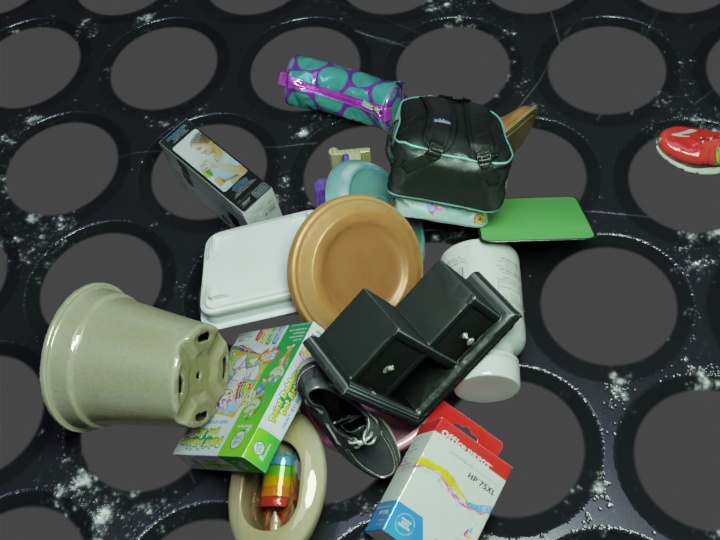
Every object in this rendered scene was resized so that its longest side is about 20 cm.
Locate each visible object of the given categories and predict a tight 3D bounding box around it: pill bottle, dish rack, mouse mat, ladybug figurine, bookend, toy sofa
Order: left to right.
[{"bbox_3d":[-0.134,-0.010,1.375,0.198,0.044,0.173,-13,49,11],"label":"dish rack"},{"bbox_3d":[-0.099,0.275,1.265,0.134,0.072,0.202,-2,66,24],"label":"ladybug figurine"},{"bbox_3d":[-0.025,-0.080,1.472,0.096,0.083,0.202,-4,59,3],"label":"toy sofa"},{"bbox_3d":[0.068,0.072,1.204,0.200,0.198,0.092,-47,55,7],"label":"bookend"},{"bbox_3d":[0.166,0.069,1.341,0.113,0.115,0.202,-3,59,5],"label":"pill bottle"},{"bbox_3d":[0.244,-0.074,1.408,0.159,0.008,0.200,-2,22,4],"label":"mouse mat"}]

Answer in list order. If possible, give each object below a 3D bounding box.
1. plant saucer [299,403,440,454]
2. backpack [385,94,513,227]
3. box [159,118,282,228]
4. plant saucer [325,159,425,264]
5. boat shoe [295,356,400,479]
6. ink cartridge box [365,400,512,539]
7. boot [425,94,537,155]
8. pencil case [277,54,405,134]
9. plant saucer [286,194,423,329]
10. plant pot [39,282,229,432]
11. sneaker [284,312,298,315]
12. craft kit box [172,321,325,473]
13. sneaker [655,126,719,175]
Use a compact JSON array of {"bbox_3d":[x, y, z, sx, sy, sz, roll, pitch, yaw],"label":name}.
[{"bbox_3d":[0.014,0.163,1.341,0.198,0.051,0.203,-3,58,5],"label":"plant saucer"},{"bbox_3d":[0.120,-0.160,1.396,0.174,0.155,0.201,6,39,-2],"label":"backpack"},{"bbox_3d":[-0.210,-0.130,1.507,0.060,0.117,0.200,-43,65,-15],"label":"box"},{"bbox_3d":[0.030,-0.073,1.409,0.027,0.199,0.202,-29,51,35],"label":"plant saucer"},{"bbox_3d":[-0.014,0.195,1.217,0.072,0.201,0.063,-32,24,7],"label":"boat shoe"},{"bbox_3d":[0.107,0.267,1.233,0.116,0.067,0.201,35,66,-7],"label":"ink cartridge box"},{"bbox_3d":[0.164,-0.224,1.546,0.200,0.077,0.155,-42,62,-6],"label":"boot"},{"bbox_3d":[-0.026,-0.285,1.591,0.198,0.086,0.092,18,20,18],"label":"pencil case"},{"bbox_3d":[0.000,0.000,1.315,0.198,0.037,0.203,-1,92,-25],"label":"plant saucer"},{"bbox_3d":[-0.280,0.125,1.292,0.181,0.201,0.202,6,59,24],"label":"plant pot"},{"bbox_3d":[-0.099,0.020,1.414,0.198,0.075,0.083,11,77,17],"label":"sneaker"},{"bbox_3d":[-0.142,0.166,1.293,0.199,0.048,0.199,-14,45,53],"label":"craft kit box"},{"bbox_3d":[0.542,-0.189,1.466,0.198,0.085,0.078,13,61,14],"label":"sneaker"}]
